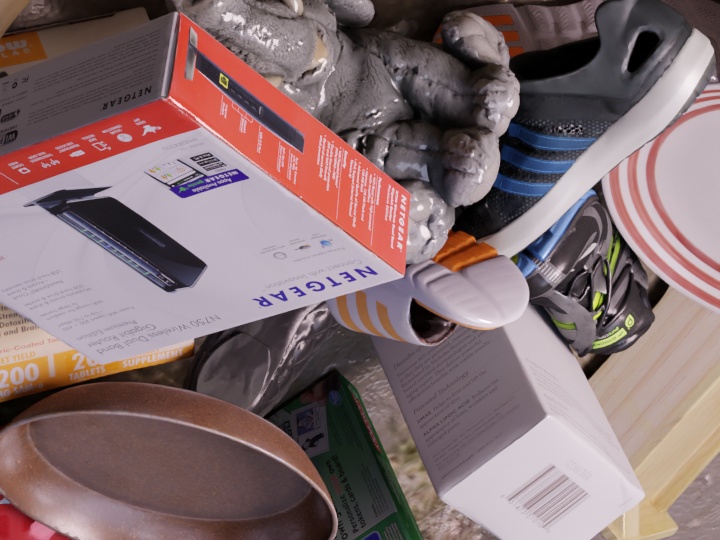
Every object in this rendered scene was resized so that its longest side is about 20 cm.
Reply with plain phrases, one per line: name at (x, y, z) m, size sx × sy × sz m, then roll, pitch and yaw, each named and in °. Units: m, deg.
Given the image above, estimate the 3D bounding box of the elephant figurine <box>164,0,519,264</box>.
elephant figurine at (-0.031, -0.099, 1.278) m, size 0.200 × 0.142 × 0.155 m, roll 21°, pitch 128°, yaw -16°

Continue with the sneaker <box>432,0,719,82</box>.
sneaker at (0.128, -0.094, 1.415) m, size 0.200 × 0.078 × 0.112 m, roll 0°, pitch 137°, yaw -9°

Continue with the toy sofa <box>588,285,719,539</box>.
toy sofa at (0.209, 0.077, 1.614) m, size 0.083 × 0.098 × 0.200 m, roll -5°, pitch 139°, yaw -55°

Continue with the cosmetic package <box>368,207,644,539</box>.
cosmetic package at (0.071, 0.058, 1.436) m, size 0.081 × 0.200 × 0.113 m, roll -38°, pitch 133°, yaw 13°

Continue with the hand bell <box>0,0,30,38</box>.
hand bell at (-0.141, -0.182, 1.213) m, size 0.200 × 0.104 × 0.104 m, roll -40°, pitch 136°, yaw -3°

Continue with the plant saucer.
plant saucer at (-0.109, 0.112, 1.407) m, size 0.200 × 0.035 × 0.200 m, roll 8°, pitch 151°, yaw 4°

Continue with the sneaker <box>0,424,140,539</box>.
sneaker at (-0.225, 0.166, 1.514) m, size 0.115 × 0.078 × 0.200 m, roll 25°, pitch 106°, yaw -29°

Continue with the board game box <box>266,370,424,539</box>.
board game box at (-0.031, 0.170, 1.497) m, size 0.134 × 0.200 × 0.029 m, roll -35°, pitch 137°, yaw 11°

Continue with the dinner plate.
dinner plate at (0.229, -0.035, 1.378) m, size 0.200 × 0.024 × 0.200 m, roll 19°, pitch 143°, yaw 15°

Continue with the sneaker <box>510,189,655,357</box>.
sneaker at (0.132, 0.005, 1.448) m, size 0.071 × 0.083 × 0.200 m, roll -39°, pitch 163°, yaw 10°

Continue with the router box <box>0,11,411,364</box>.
router box at (-0.107, -0.033, 1.209) m, size 0.200 × 0.049 × 0.179 m, roll -17°, pitch 143°, yaw 34°

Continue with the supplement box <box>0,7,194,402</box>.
supplement box at (-0.160, -0.031, 1.339) m, size 0.126 × 0.074 × 0.200 m, roll -13°, pitch 135°, yaw -13°

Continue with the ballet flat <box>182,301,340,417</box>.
ballet flat at (-0.032, 0.010, 1.422) m, size 0.066 × 0.057 × 0.200 m, roll 44°, pitch 77°, yaw -5°

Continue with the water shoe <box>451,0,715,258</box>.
water shoe at (0.100, -0.079, 1.337) m, size 0.079 × 0.072 × 0.200 m, roll 44°, pitch 124°, yaw -7°

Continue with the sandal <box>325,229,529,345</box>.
sandal at (0.005, -0.001, 1.351) m, size 0.079 × 0.207 × 0.059 m, roll -10°, pitch 120°, yaw -44°
